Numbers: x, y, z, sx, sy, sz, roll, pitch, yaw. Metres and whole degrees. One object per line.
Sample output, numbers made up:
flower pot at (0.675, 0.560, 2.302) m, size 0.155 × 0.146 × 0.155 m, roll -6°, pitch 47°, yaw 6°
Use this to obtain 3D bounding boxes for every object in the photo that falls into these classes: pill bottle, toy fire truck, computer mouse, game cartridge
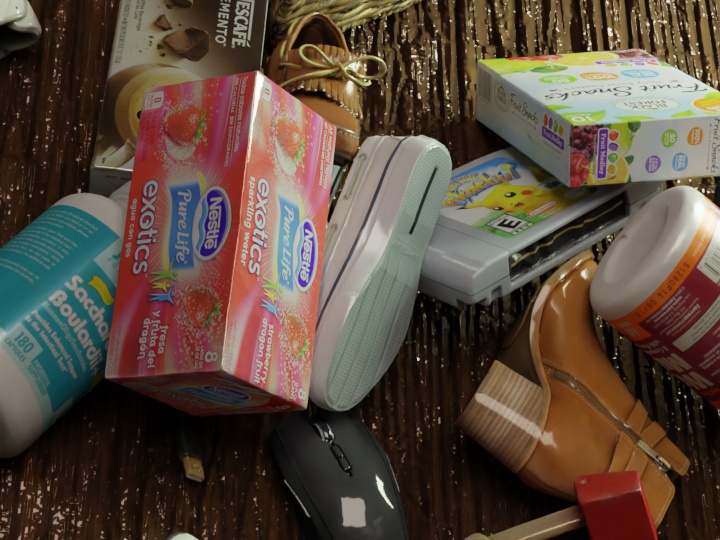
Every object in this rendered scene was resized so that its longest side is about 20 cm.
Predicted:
pill bottle at (-0.199, 0.023, 1.260) m, size 0.111 × 0.111 × 0.200 m, roll 36°, pitch 56°, yaw 14°
toy fire truck at (0.086, 0.199, 1.197) m, size 0.199 × 0.049 × 0.141 m, roll -14°, pitch 24°, yaw 14°
computer mouse at (-0.045, 0.129, 1.256) m, size 0.140 × 0.046 × 0.201 m, roll -8°, pitch 57°, yaw -18°
game cartridge at (0.105, -0.040, 1.376) m, size 0.199 × 0.041 × 0.133 m, roll -29°, pitch 29°, yaw -33°
pill bottle at (0.265, 0.041, 1.314) m, size 0.200 × 0.109 × 0.110 m, roll 37°, pitch 53°, yaw -12°

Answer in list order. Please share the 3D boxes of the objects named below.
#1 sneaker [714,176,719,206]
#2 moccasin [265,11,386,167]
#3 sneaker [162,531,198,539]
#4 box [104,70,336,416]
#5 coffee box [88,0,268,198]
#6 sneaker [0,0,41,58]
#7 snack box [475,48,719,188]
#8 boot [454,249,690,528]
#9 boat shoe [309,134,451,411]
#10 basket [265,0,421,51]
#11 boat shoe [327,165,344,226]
sneaker at (0.339, -0.041, 1.406) m, size 0.085 × 0.077 × 0.200 m, roll 16°, pitch 23°, yaw -17°
moccasin at (-0.027, -0.136, 1.382) m, size 0.073 × 0.078 × 0.202 m, roll 22°, pitch 22°, yaw -10°
sneaker at (-0.113, 0.256, 1.137) m, size 0.115 × 0.075 × 0.200 m, roll 29°, pitch 53°, yaw 7°
box at (-0.087, -0.014, 1.230) m, size 0.094 × 0.103 × 0.201 m, roll -5°, pitch 69°, yaw 31°
coffee box at (-0.132, -0.123, 1.397) m, size 0.112 × 0.080 × 0.201 m, roll 8°, pitch 54°, yaw -5°
sneaker at (-0.281, -0.210, 1.442) m, size 0.099 × 0.078 × 0.201 m, roll 23°, pitch 62°, yaw -3°
snack box at (0.184, -0.117, 1.412) m, size 0.141 × 0.053 × 0.200 m, roll -7°, pitch 21°, yaw -15°
boot at (0.169, 0.085, 1.318) m, size 0.155 × 0.077 × 0.200 m, roll 33°, pitch 41°, yaw 2°
boat shoe at (0.000, 0.000, 1.297) m, size 0.067 × 0.074 × 0.201 m, roll 12°, pitch 69°, yaw 37°
basket at (-0.017, -0.290, 1.501) m, size 0.199 × 0.143 × 0.149 m, roll -23°, pitch 63°, yaw -26°
boat shoe at (-0.044, -0.022, 1.347) m, size 0.071 × 0.070 × 0.202 m, roll 12°, pitch 48°, yaw -2°
